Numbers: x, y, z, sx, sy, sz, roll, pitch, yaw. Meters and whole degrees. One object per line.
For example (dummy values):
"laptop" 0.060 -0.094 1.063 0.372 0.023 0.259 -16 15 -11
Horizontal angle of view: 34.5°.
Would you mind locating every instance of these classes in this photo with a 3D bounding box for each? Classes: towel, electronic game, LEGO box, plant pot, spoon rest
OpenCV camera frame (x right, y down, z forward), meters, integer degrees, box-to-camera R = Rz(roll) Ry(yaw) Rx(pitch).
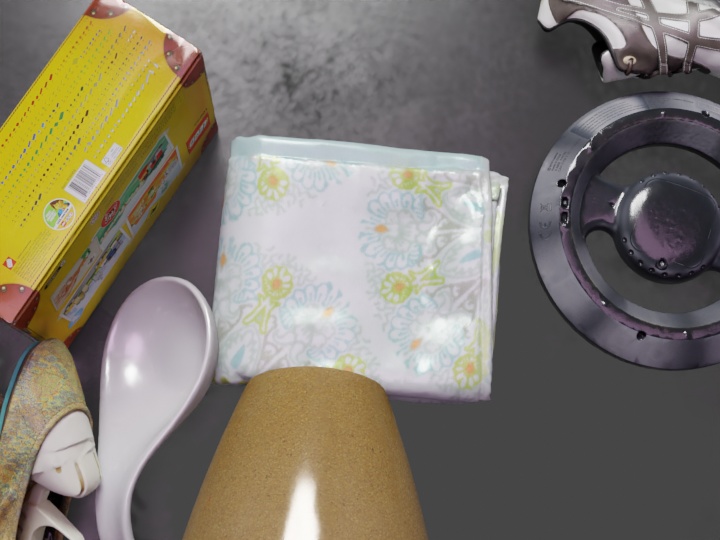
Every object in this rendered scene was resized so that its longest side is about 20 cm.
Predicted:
"towel" 0.000 0.000 0.798 0.197 0.048 0.173 5 78 -2
"electronic game" 0.217 -0.030 0.819 0.197 0.042 0.203 0 79 -2
"LEGO box" -0.180 -0.056 0.745 0.077 0.149 0.201 32 78 3
"plant pot" -0.031 0.169 0.711 0.184 0.187 0.202 5 65 -3
"spoon rest" -0.137 0.103 0.756 0.098 0.060 0.203 -4 79 35

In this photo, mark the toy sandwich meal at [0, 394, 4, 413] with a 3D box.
"toy sandwich meal" -0.309 0.124 0.729 0.203 0.070 0.208 -11 111 -32

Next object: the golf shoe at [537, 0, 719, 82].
"golf shoe" 0.220 -0.164 0.838 0.199 0.078 0.095 33 96 5

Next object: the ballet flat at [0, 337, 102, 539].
"ballet flat" -0.198 0.144 0.726 0.070 0.071 0.202 17 99 0
